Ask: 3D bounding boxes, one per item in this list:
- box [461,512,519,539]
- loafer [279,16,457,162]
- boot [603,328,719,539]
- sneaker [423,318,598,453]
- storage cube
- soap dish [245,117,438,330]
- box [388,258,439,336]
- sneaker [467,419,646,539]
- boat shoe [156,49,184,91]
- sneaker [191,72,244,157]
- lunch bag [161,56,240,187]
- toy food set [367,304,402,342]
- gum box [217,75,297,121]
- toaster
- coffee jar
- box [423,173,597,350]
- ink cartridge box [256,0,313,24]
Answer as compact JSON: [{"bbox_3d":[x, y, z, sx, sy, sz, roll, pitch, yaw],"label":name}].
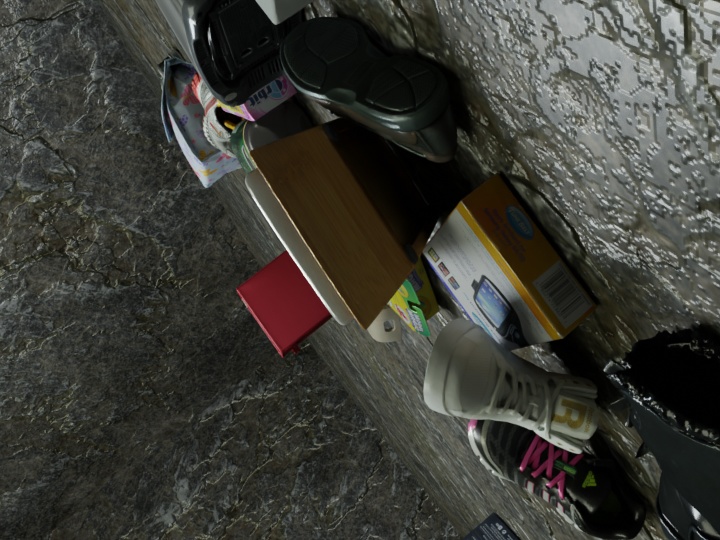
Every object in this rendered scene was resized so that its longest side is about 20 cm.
[{"bbox_3d":[0.271,0.660,1.567,0.202,0.195,0.124,60,168,-30],"label":"box"},{"bbox_3d":[0.002,-0.137,0.578,0.200,0.072,0.063,42,171,45],"label":"loafer"},{"bbox_3d":[0.224,0.130,0.407,0.198,0.073,0.165,42,161,54],"label":"boot"},{"bbox_3d":[0.128,0.092,0.581,0.113,0.076,0.199,15,177,28],"label":"sneaker"},{"bbox_3d":[-0.160,0.071,1.717,0.202,0.178,0.171,52,170,4],"label":"storage cube"},{"bbox_3d":[-0.005,-0.057,0.641,0.159,0.080,0.200,56,-160,-7],"label":"soap dish"},{"bbox_3d":[0.028,-0.013,0.924,0.200,0.048,0.118,49,169,43],"label":"box"},{"bbox_3d":[0.188,0.185,0.692,0.199,0.074,0.087,39,164,-12],"label":"sneaker"},{"bbox_3d":[-0.401,-0.406,1.611,0.071,0.063,0.200,53,170,6],"label":"boat shoe"},{"bbox_3d":[-0.221,-0.248,1.245,0.082,0.077,0.201,48,169,23],"label":"sneaker"},{"bbox_3d":[-0.310,-0.283,1.422,0.203,0.125,0.170,60,168,3],"label":"lunch bag"},{"bbox_3d":[0.000,0.000,1.106,0.202,0.059,0.144,59,174,22],"label":"toy food set"},{"bbox_3d":[-0.158,-0.260,0.928,0.115,0.065,0.200,61,169,-24],"label":"gum box"},{"bbox_3d":[-0.129,-0.256,0.674,0.130,0.112,0.201,53,172,17],"label":"toaster"},{"bbox_3d":[-0.111,-0.161,0.980,0.106,0.084,0.200,58,171,-15],"label":"coffee jar"},{"bbox_3d":[0.110,0.005,0.617,0.120,0.041,0.200,54,173,5],"label":"box"},{"bbox_3d":[-0.081,-0.277,0.452,0.201,0.082,0.147,52,171,9],"label":"ink cartridge box"}]
